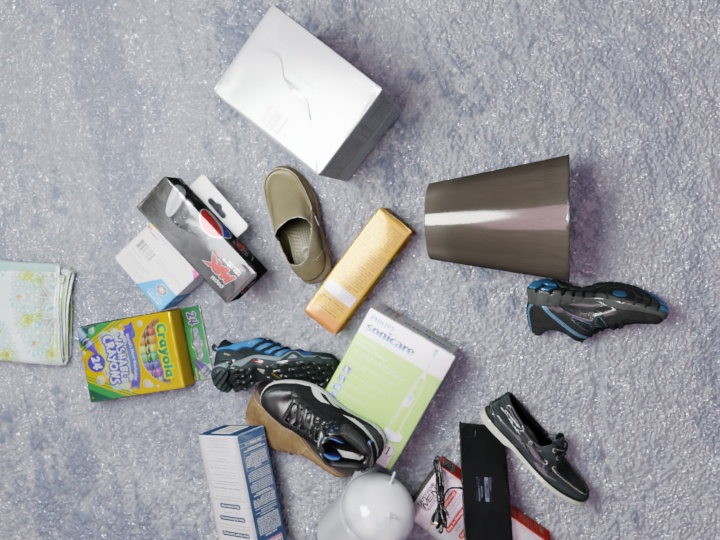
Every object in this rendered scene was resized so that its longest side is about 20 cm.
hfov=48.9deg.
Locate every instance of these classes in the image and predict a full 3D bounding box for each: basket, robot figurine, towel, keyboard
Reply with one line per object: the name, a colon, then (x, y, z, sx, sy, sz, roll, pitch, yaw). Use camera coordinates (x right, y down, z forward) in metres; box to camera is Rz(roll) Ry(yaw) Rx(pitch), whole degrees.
basket: (0.198, -0.074, 1.140, 0.200, 0.136, 0.181, 0, 98, 14)
robot figurine: (0.008, 0.374, 1.177, 0.113, 0.170, 0.200, 8, 139, -26)
towel: (-0.576, 0.069, 1.328, 0.200, 0.048, 0.172, 4, 93, 10)
keyboard: (0.159, 0.321, 1.161, 0.127, 0.021, 0.200, 8, 61, -14)

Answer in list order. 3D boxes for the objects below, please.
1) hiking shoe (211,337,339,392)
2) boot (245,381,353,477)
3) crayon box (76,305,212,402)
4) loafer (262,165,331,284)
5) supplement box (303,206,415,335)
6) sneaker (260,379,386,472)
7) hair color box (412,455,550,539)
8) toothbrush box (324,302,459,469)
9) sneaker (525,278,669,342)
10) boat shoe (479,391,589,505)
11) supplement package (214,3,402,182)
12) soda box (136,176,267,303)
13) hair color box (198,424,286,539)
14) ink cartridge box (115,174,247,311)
hiking shoe: (-0.132, 0.135, 1.237, 0.199, 0.087, 0.075, 1, 132, -9)
boot: (-0.096, 0.264, 1.251, 0.200, 0.074, 0.076, 38, 117, 10)
crayon box: (-0.350, 0.135, 1.289, 0.200, 0.052, 0.126, -11, 91, 10)
loafer: (-0.099, -0.078, 1.207, 0.076, 0.067, 0.200, -27, 72, 10)
supplement box: (0.000, 0.000, 1.210, 0.069, 0.067, 0.200, 36, 99, 6)
sneaker: (-0.062, 0.218, 1.125, 0.200, 0.112, 0.073, 23, 97, 10)
hair color box: (0.177, 0.384, 1.202, 0.200, 0.061, 0.102, 35, 98, 6)
toothbrush box: (0.037, 0.172, 1.203, 0.145, 0.086, 0.200, 29, 99, 8)
sneaker: (0.343, 0.062, 1.159, 0.200, 0.073, 0.082, 6, 111, 15)
boat shoe: (0.271, 0.258, 1.172, 0.199, 0.074, 0.066, 45, 111, 14)
supplement package: (-0.067, -0.244, 1.141, 0.191, 0.200, 0.147, 39, 99, 7)
soda box: (-0.235, -0.047, 1.183, 0.071, 0.063, 0.200, -45, 88, 9)
hair color box: (-0.185, 0.347, 1.246, 0.100, 0.060, 0.200, -9, 92, 42)
ink cartridge box: (-0.273, -0.045, 1.256, 0.200, 0.068, 0.115, -41, 87, 10)
